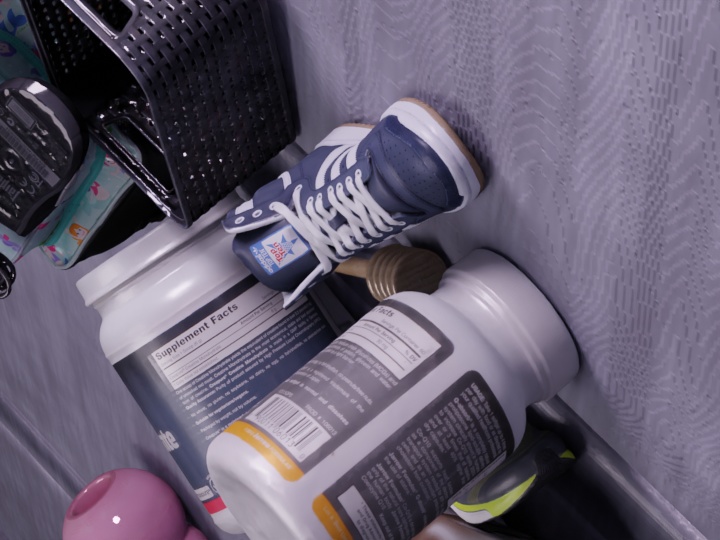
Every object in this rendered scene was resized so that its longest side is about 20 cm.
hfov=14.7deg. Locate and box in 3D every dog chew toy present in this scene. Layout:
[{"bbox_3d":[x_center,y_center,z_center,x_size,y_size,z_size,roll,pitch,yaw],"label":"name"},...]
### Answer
[{"bbox_3d":[-0.199,0.289,2.740,0.200,0.125,0.124,48,165,-19],"label":"dog chew toy"}]

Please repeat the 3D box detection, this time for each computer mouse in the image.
[{"bbox_3d":[-0.240,-0.083,1.776,0.140,0.046,0.200,42,139,6],"label":"computer mouse"}]

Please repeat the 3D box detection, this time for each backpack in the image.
[{"bbox_3d":[-0.218,-0.114,1.876,0.200,0.150,0.178,56,141,11],"label":"backpack"}]

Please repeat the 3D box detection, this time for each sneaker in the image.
[{"bbox_3d":[0.062,0.101,1.737,0.200,0.074,0.081,8,129,63],"label":"sneaker"},{"bbox_3d":[-0.008,-0.034,1.564,0.070,0.108,0.200,54,163,-10],"label":"sneaker"}]

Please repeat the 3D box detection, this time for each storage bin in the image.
[{"bbox_3d":[-0.123,-0.133,1.670,0.135,0.094,0.200,45,165,22],"label":"storage bin"}]

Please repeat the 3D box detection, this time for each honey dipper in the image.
[{"bbox_3d":[0.000,0.000,1.743,0.038,0.038,0.200,56,164,-15],"label":"honey dipper"}]

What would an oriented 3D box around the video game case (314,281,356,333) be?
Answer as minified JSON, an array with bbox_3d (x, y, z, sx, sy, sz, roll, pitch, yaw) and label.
[{"bbox_3d":[0.003,0.085,1.945,0.200,0.018,0.143,52,163,0],"label":"video game case"}]

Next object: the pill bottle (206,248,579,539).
[{"bbox_3d":[0.021,0.084,1.577,0.116,0.200,0.116,46,162,19],"label":"pill bottle"}]

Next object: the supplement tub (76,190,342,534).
[{"bbox_3d":[-0.083,0.059,1.841,0.200,0.140,0.140,57,163,-2],"label":"supplement tub"}]

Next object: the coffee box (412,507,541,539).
[{"bbox_3d":[0.056,0.209,1.765,0.080,0.115,0.200,15,-178,-33],"label":"coffee box"}]

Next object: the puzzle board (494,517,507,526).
[{"bbox_3d":[0.078,0.192,1.930,0.151,0.017,0.200,18,151,52],"label":"puzzle board"}]
